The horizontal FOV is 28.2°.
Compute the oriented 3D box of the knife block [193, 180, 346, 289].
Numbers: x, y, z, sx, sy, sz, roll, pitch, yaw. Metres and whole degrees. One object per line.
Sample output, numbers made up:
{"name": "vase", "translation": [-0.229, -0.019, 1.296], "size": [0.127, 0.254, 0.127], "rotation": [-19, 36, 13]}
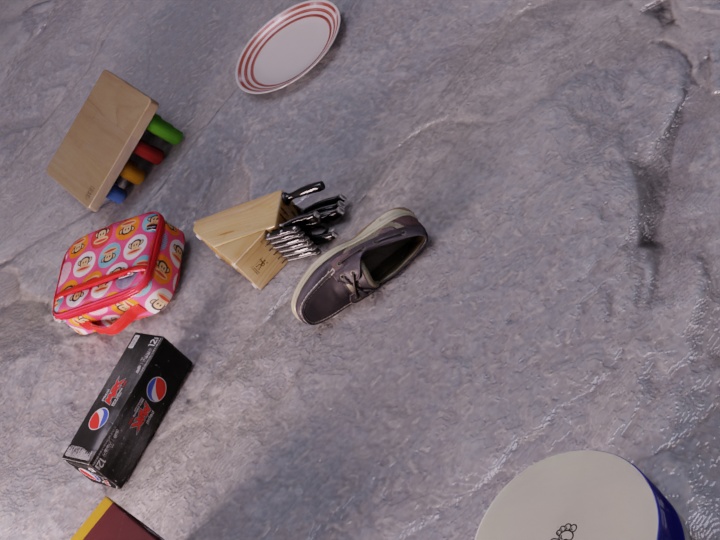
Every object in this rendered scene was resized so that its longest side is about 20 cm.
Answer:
{"name": "knife block", "translation": [-0.119, -0.069, 1.982], "size": [0.176, 0.064, 0.200], "rotation": [-47, 38, -7]}

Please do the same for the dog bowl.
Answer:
{"name": "dog bowl", "translation": [0.208, 0.273, 1.359], "size": [0.200, 0.079, 0.200], "rotation": [-23, 42, 22]}

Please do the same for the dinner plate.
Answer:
{"name": "dinner plate", "translation": [-0.112, -0.351, 2.279], "size": [0.200, 0.024, 0.200], "rotation": [-24, 41, 23]}

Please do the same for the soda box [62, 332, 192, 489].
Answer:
{"name": "soda box", "translation": [-0.307, 0.184, 1.896], "size": [0.063, 0.071, 0.200], "rotation": [6, 58, 43]}

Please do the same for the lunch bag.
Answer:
{"name": "lunch bag", "translation": [-0.356, 0.017, 2.099], "size": [0.200, 0.082, 0.176], "rotation": [-18, 48, 30]}

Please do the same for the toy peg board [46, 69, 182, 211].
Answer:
{"name": "toy peg board", "translation": [-0.393, -0.198, 2.340], "size": [0.200, 0.098, 0.199], "rotation": [34, 95, 52]}

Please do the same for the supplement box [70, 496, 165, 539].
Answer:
{"name": "supplement box", "translation": [-0.260, 0.397, 1.601], "size": [0.197, 0.133, 0.200], "rotation": [-51, 39, -12]}

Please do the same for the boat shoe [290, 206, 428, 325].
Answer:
{"name": "boat shoe", "translation": [0.000, 0.000, 1.809], "size": [0.200, 0.072, 0.065], "rotation": [-38, 33, -4]}
